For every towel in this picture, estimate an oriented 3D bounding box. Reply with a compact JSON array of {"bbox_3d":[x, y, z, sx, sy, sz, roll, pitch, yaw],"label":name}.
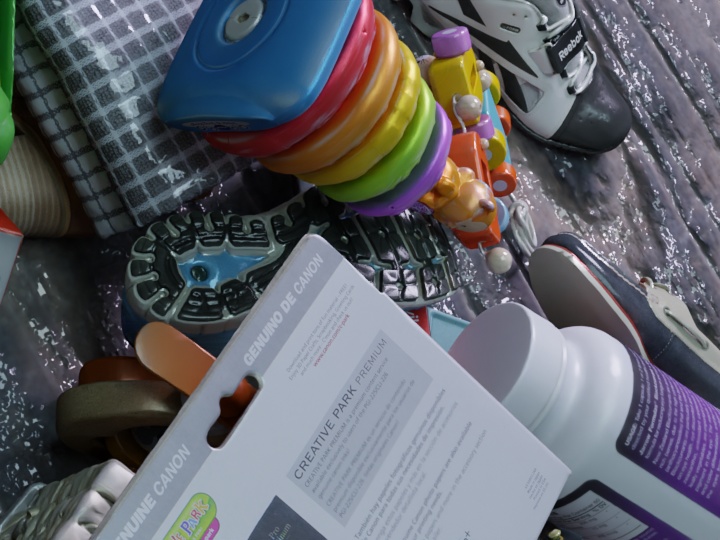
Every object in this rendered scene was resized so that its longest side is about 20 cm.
[{"bbox_3d":[-0.088,-0.132,0.901,0.200,0.085,0.166,-35,100,-36],"label":"towel"}]

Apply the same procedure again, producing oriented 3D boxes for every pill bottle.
[{"bbox_3d":[0.143,0.102,0.999,0.200,0.111,0.112,33,54,-27],"label":"pill bottle"}]

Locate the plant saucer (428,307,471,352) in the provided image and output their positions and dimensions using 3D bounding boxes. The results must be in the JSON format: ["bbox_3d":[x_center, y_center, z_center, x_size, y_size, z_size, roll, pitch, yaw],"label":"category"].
[{"bbox_3d":[0.053,0.117,1.008,0.070,0.019,0.201,20,60,-24],"label":"plant saucer"}]

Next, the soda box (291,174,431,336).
[{"bbox_3d":[0.000,0.000,0.984,0.070,0.063,0.201,-5,70,-5],"label":"soda box"}]

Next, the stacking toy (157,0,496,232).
[{"bbox_3d":[0.004,-0.071,0.858,0.200,0.116,0.110,38,67,-39],"label":"stacking toy"}]

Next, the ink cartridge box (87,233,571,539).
[{"bbox_3d":[-0.026,0.115,0.750,0.176,0.084,0.200,45,54,-14],"label":"ink cartridge box"}]

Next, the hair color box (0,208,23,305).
[{"bbox_3d":[-0.272,-0.003,0.793,0.199,0.061,0.102,16,99,-28],"label":"hair color box"}]

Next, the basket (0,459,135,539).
[{"bbox_3d":[-0.099,0.199,0.804,0.200,0.123,0.136,41,54,-12],"label":"basket"}]

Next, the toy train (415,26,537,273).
[{"bbox_3d":[0.061,-0.063,1.031,0.200,0.055,0.151,18,61,-77],"label":"toy train"}]

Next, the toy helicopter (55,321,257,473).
[{"bbox_3d":[-0.053,0.075,0.856,0.199,0.132,0.079,3,66,-9],"label":"toy helicopter"}]

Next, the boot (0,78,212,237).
[{"bbox_3d":[-0.169,-0.116,0.936,0.154,0.074,0.201,-11,87,-35],"label":"boot"}]

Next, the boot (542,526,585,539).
[{"bbox_3d":[0.045,0.176,0.913,0.153,0.074,0.204,-30,72,-28],"label":"boot"}]

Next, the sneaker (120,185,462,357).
[{"bbox_3d":[-0.040,0.004,0.906,0.199,0.090,0.079,-6,66,-27],"label":"sneaker"}]

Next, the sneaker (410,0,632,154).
[{"bbox_3d":[0.118,-0.156,1.131,0.200,0.088,0.074,36,52,-16],"label":"sneaker"}]

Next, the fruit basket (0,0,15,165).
[{"bbox_3d":[-0.224,-0.106,0.730,0.215,0.215,0.156,1,89,-33],"label":"fruit basket"}]

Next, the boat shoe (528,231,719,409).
[{"bbox_3d":[0.187,0.043,1.091,0.200,0.071,0.063,46,67,-15],"label":"boat shoe"}]
